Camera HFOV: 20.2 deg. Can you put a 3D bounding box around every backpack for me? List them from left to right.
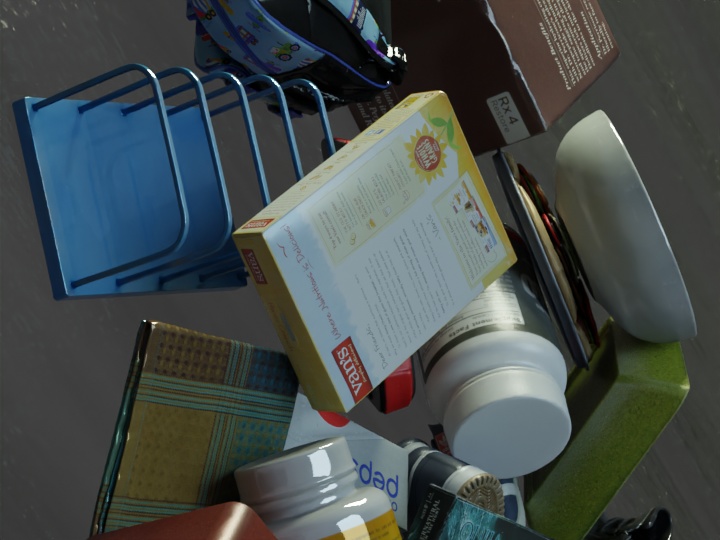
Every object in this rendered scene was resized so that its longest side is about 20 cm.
[{"bbox_3d":[-0.069,-0.226,1.534,0.200,0.134,0.183,24,57,-50],"label":"backpack"}]

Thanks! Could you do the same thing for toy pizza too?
[{"bbox_3d":[0.159,-0.013,1.685,0.200,0.032,0.201,-22,90,-86],"label":"toy pizza"}]

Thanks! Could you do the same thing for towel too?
[{"bbox_3d":[-0.112,0.141,1.327,0.147,0.022,0.200,17,85,-45],"label":"towel"}]

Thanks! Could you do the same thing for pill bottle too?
[{"bbox_3d":[-0.017,0.215,1.320,0.109,0.109,0.200,-17,89,-57],"label":"pill bottle"},{"bbox_3d":[0.101,0.062,1.617,0.114,0.114,0.200,41,24,-39],"label":"pill bottle"}]

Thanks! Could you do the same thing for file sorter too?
[{"bbox_3d":[-0.118,-0.065,1.401,0.200,0.123,0.139,-3,77,-56],"label":"file sorter"}]

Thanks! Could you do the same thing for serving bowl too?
[{"bbox_3d":[0.204,-0.026,1.639,0.200,0.066,0.200,-23,90,-87],"label":"serving bowl"}]

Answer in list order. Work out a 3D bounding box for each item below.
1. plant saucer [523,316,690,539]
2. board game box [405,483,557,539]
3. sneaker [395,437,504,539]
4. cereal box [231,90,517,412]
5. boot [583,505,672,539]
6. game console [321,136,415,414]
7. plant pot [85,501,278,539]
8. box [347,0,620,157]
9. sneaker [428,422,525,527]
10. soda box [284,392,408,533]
[{"bbox_3d":[0.193,0.128,1.690,0.048,0.200,0.200,31,19,-7],"label":"plant saucer"},{"bbox_3d":[0.081,0.243,1.488,0.200,0.028,0.135,32,80,-54],"label":"board game box"},{"bbox_3d":[0.051,0.225,1.566,0.070,0.108,0.200,-14,120,-38],"label":"sneaker"},{"bbox_3d":[0.013,-0.015,1.395,0.200,0.039,0.144,-39,115,-35],"label":"cereal box"},{"bbox_3d":[0.214,0.225,1.743,0.070,0.131,0.200,60,35,-17],"label":"boot"},{"bbox_3d":[0.000,0.000,1.516,0.177,0.031,0.200,-159,-119,-77],"label":"game console"},{"bbox_3d":[-0.111,0.253,1.190,0.200,0.200,0.176,53,38,-27],"label":"plant pot"},{"bbox_3d":[0.093,-0.199,1.732,0.166,0.164,0.200,64,34,-11],"label":"box"},{"bbox_3d":[0.088,0.166,1.649,0.085,0.075,0.200,43,37,-28],"label":"sneaker"},{"bbox_3d":[-0.047,0.136,1.462,0.200,0.063,0.068,32,50,-44],"label":"soda box"}]
